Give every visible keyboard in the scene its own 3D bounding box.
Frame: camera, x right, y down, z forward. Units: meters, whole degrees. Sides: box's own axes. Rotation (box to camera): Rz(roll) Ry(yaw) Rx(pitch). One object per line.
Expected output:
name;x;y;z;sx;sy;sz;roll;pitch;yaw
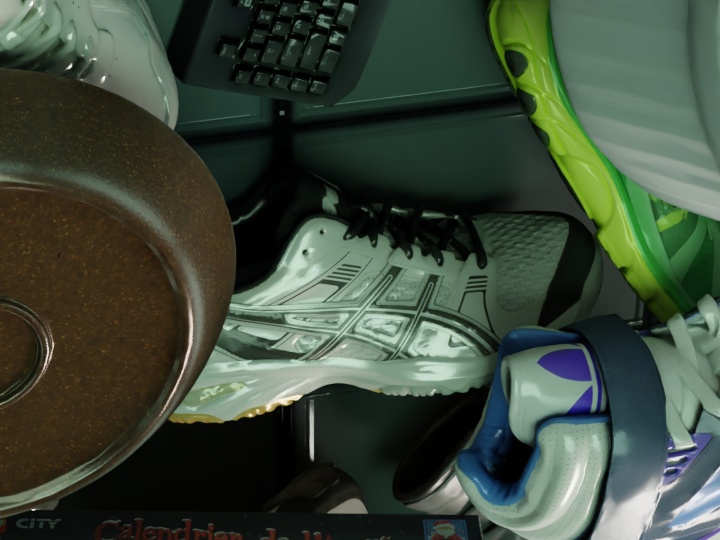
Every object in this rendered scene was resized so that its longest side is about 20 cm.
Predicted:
keyboard;-0.026;-0.153;0.844;0.127;0.021;0.200;9;119;-23

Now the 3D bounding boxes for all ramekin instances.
ramekin;0.160;-0.105;0.843;0.200;0.098;0.201;-11;108;-39

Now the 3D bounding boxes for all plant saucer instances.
plant saucer;-0.137;0.022;0.822;0.200;0.034;0.200;-12;132;-13

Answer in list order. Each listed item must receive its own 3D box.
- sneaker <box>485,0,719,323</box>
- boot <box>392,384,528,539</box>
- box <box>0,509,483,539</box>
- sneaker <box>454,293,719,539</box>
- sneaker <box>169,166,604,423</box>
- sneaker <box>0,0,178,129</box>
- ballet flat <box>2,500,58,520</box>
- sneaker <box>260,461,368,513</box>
sneaker;0.124;-0.044;0.932;0.084;0.074;0.200;-30;127;8
boot;0.056;0.124;1.038;0.132;0.070;0.200;38;95;-31
box;-0.055;0.160;0.920;0.200;0.038;0.137;1;119;-3
sneaker;0.126;0.041;0.888;0.146;0.081;0.200;12;137;-41
sneaker;0.000;0.000;0.921;0.200;0.076;0.088;-13;126;-10
sneaker;-0.131;-0.091;0.801;0.078;0.099;0.200;-40;126;9
ballet flat;-0.156;0.087;0.931;0.200;0.067;0.067;-49;154;18
sneaker;-0.006;0.169;1.016;0.074;0.079;0.200;-31;129;-38
